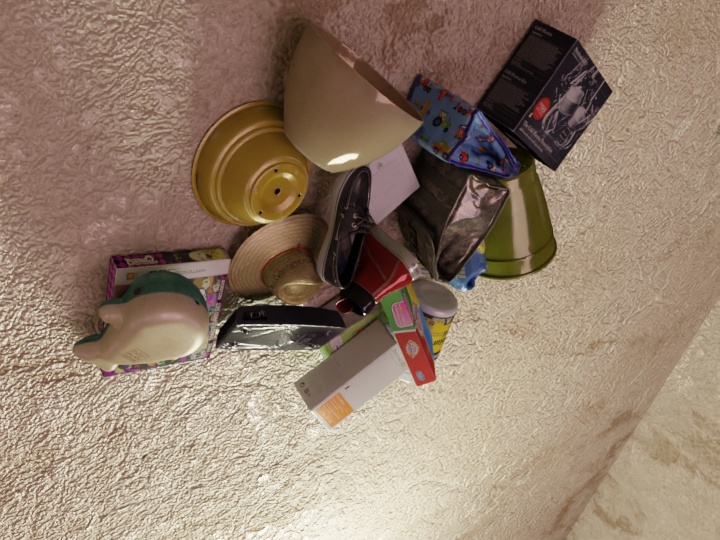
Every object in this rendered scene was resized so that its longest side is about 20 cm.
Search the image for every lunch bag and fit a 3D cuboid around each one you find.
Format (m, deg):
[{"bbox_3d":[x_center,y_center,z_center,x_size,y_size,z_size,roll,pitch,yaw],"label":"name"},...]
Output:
[{"bbox_3d":[0.173,-0.220,1.134,0.198,0.150,0.095,18,109,-49],"label":"lunch bag"},{"bbox_3d":[0.143,-0.099,1.192,0.115,0.165,0.203,12,115,-29],"label":"lunch bag"}]

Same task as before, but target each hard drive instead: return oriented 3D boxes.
[{"bbox_3d":[-0.137,0.100,1.156,0.196,0.043,0.135,4,154,-29],"label":"hard drive"}]

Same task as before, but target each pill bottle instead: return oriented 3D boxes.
[{"bbox_3d":[0.125,0.133,1.436,0.109,0.111,0.203,-9,129,-37],"label":"pill bottle"}]

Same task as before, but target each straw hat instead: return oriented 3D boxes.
[{"bbox_3d":[-0.111,0.009,1.107,0.198,0.085,0.203,-29,147,-21],"label":"straw hat"}]

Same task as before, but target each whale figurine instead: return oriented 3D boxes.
[{"bbox_3d":[-0.308,0.072,0.960,0.197,0.105,0.159,-25,142,18],"label":"whale figurine"}]

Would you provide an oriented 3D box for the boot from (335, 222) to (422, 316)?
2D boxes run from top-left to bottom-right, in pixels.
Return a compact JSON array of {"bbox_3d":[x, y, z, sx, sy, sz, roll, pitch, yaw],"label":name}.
[{"bbox_3d":[0.000,0.000,1.143,0.143,0.200,0.073,-37,119,-6],"label":"boot"}]

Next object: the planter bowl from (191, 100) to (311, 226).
[{"bbox_3d":[-0.136,-0.132,0.983,0.198,0.083,0.203,-25,137,-25],"label":"planter bowl"}]

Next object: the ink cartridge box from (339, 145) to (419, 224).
[{"bbox_3d":[0.017,-0.180,1.102,0.103,0.059,0.201,-40,141,-6],"label":"ink cartridge box"}]

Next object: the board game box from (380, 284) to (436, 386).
[{"bbox_3d":[0.087,0.088,1.266,0.040,0.154,0.203,-18,114,12],"label":"board game box"}]

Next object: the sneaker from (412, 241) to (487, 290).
[{"bbox_3d":[0.157,0.001,1.290,0.198,0.107,0.075,-27,173,42],"label":"sneaker"}]

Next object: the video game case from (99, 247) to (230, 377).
[{"bbox_3d":[-0.301,0.064,1.043,0.178,0.036,0.203,-6,127,-37],"label":"video game case"}]

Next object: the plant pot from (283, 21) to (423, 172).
[{"bbox_3d":[-0.029,-0.215,0.925,0.135,0.201,0.198,-49,142,18],"label":"plant pot"}]

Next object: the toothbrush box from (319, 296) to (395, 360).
[{"bbox_3d":[-0.007,0.137,1.337,0.144,0.086,0.202,-32,139,-13],"label":"toothbrush box"}]

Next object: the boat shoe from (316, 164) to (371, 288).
[{"bbox_3d":[-0.015,-0.067,1.054,0.069,0.066,0.204,5,110,-44],"label":"boat shoe"}]

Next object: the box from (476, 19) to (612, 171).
[{"bbox_3d":[0.340,-0.314,1.244,0.198,0.104,0.184,21,107,-50],"label":"box"}]

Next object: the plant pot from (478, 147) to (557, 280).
[{"bbox_3d":[0.273,-0.122,1.305,0.198,0.200,0.196,-28,127,-20],"label":"plant pot"}]

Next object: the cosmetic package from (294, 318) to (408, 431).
[{"bbox_3d":[-0.012,0.195,1.261,0.199,0.071,0.102,-37,141,-4],"label":"cosmetic package"}]
